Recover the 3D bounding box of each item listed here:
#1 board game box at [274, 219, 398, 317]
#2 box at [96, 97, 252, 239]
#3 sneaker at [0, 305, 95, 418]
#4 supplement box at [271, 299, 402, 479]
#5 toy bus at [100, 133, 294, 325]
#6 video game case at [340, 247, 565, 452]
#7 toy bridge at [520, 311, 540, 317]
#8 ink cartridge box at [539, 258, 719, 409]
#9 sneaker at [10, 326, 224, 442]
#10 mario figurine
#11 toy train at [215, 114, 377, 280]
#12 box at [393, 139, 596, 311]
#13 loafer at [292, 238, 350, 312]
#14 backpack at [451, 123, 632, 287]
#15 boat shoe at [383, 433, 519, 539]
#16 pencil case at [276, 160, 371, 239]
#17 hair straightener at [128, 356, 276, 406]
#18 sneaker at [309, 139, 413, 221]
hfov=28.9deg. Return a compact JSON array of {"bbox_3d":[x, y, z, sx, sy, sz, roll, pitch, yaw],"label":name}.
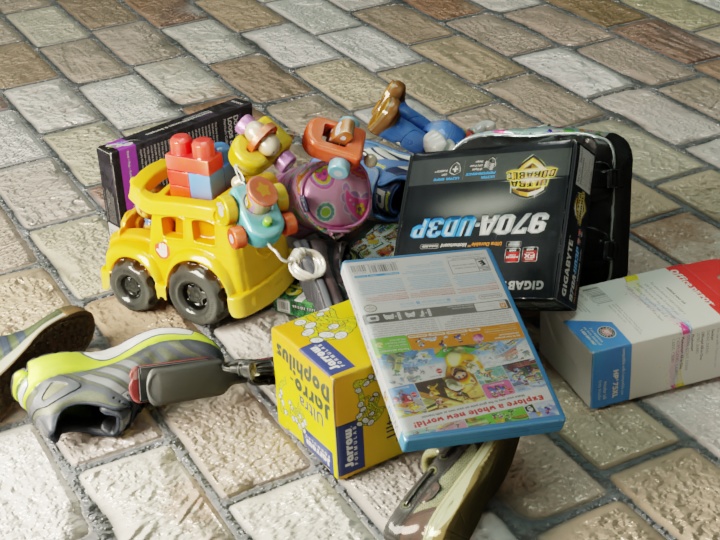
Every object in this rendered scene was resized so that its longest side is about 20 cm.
[{"bbox_3d":[0.000,0.000,1.521,0.104,0.024,0.200,14,33,25],"label":"board game box"},{"bbox_3d":[-0.203,-0.103,1.601,0.200,0.144,0.036,-24,34,-35],"label":"box"},{"bbox_3d":[-0.352,0.084,1.349,0.090,0.067,0.200,18,38,23],"label":"sneaker"},{"bbox_3d":[0.033,0.088,1.270,0.199,0.110,0.109,-20,33,-27],"label":"supplement box"},{"bbox_3d":[-0.182,-0.058,1.464,0.199,0.193,0.136,8,32,29],"label":"toy bus"},{"bbox_3d":[0.076,0.062,1.195,0.142,0.018,0.200,-5,48,-17],"label":"video game case"},{"bbox_3d":[0.122,0.050,1.408,0.199,0.027,0.067,-9,19,-6],"label":"toy bridge"},{"bbox_3d":[0.286,0.057,1.347,0.199,0.068,0.116,-12,30,-15],"label":"ink cartridge box"},{"bbox_3d":[-0.219,0.114,1.303,0.199,0.074,0.081,-14,50,-21],"label":"sneaker"},{"bbox_3d":[0.114,-0.149,1.581,0.200,0.106,0.124,32,65,-13],"label":"mario figurine"},{"bbox_3d":[-0.061,-0.095,1.384,0.150,0.056,0.201,20,55,-7],"label":"toy train"},{"bbox_3d":[0.127,-0.041,1.372,0.199,0.160,0.046,0,-17,38],"label":"box"},{"bbox_3d":[-0.019,0.024,1.395,0.063,0.072,0.200,-12,34,-10],"label":"loafer"},{"bbox_3d":[0.185,-0.066,1.474,0.199,0.178,0.150,3,6,20],"label":"backpack"},{"bbox_3d":[0.081,0.165,1.164,0.066,0.072,0.201,16,38,19],"label":"boat shoe"},{"bbox_3d":[-0.049,-0.076,1.533,0.087,0.088,0.200,-12,4,-16],"label":"pencil case"},{"bbox_3d":[-0.108,0.102,1.286,0.199,0.041,0.077,1,0,-33],"label":"hair straightener"},{"bbox_3d":[0.021,-0.104,1.659,0.199,0.074,0.082,10,33,23],"label":"sneaker"}]
